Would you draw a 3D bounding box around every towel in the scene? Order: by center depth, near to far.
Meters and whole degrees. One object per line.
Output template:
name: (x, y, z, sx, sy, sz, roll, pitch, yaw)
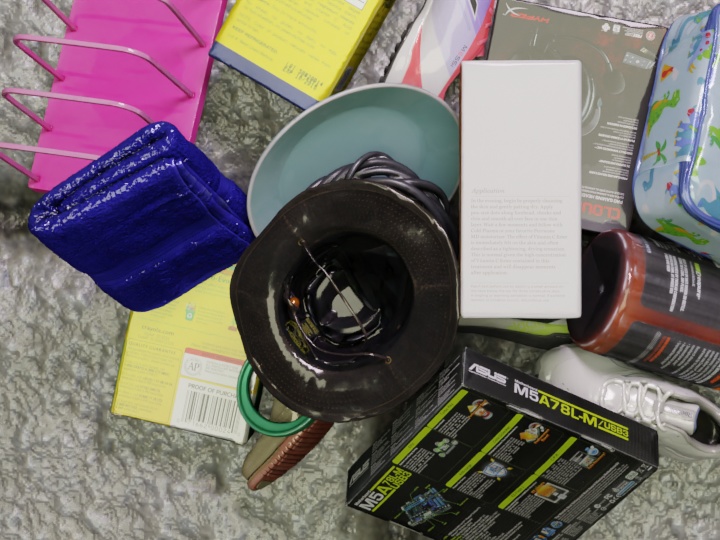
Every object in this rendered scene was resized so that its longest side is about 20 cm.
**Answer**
towel: (-0.170, -0.035, 1.666, 0.147, 0.200, 0.050, -34, 62, 5)

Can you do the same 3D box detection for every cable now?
cable: (0.000, 0.000, 1.707, 0.162, 0.051, 0.201, 2, 97, 10)

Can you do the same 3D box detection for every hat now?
hat: (-0.001, 0.021, 1.645, 0.199, 0.081, 0.202, 3, 98, 19)

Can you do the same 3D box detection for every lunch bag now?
lunch bag: (0.315, -0.109, 1.673, 0.160, 0.082, 0.201, 25, 69, -29)

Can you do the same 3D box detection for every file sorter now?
file sorter: (-0.214, -0.170, 1.704, 0.138, 0.125, 0.201, 8, 78, 17)

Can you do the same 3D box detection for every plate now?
plate: (-0.005, -0.083, 1.728, 0.200, 0.200, 0.026, -34, 48, 7)

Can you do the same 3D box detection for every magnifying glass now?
magnifying glass: (-0.038, 0.051, 1.746, 0.079, 0.022, 0.201, 30, 88, 16)

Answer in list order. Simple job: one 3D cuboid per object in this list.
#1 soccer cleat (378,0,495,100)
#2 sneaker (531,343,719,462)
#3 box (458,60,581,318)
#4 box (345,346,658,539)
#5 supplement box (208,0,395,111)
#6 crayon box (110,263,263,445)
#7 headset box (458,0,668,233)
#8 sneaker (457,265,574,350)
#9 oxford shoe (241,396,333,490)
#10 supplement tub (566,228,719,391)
soccer cleat: (0.087, -0.223, 1.742, 0.073, 0.068, 0.201, 28, 101, 1)
sneaker: (0.237, 0.109, 1.709, 0.199, 0.087, 0.075, 17, 83, -21)
box: (0.127, -0.064, 1.637, 0.097, 0.124, 0.201, 0, 91, 3)
box: (0.116, 0.165, 1.700, 0.192, 0.048, 0.200, 24, 135, -16)
supplement box: (-0.029, -0.242, 1.728, 0.108, 0.110, 0.201, 31, 98, 2)
crayon box: (-0.137, 0.040, 1.791, 0.126, 0.051, 0.201, 13, 96, 4)
headset box: (0.170, -0.121, 1.737, 0.148, 0.077, 0.201, 12, 94, 4)
sneaker: (0.111, 0.010, 1.754, 0.199, 0.072, 0.083, 11, 107, -4)
oxford shoe: (-0.050, 0.101, 1.786, 0.074, 0.071, 0.200, 36, 90, 14)
supplement tub: (0.280, 0.041, 1.708, 0.199, 0.107, 0.108, 17, 97, -19)
